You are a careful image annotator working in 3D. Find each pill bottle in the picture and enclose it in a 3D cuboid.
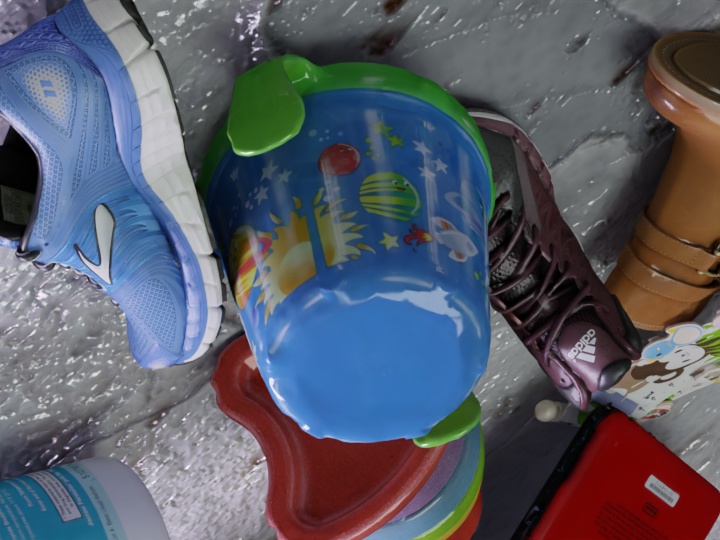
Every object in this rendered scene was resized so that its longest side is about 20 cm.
[{"bbox_3d":[-0.194,0.163,1.021,0.199,0.111,0.111,-12,140,-27],"label":"pill bottle"}]

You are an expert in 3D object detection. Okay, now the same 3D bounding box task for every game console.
[{"bbox_3d":[0.107,0.160,1.314,0.173,0.118,0.200,-58,145,-3],"label":"game console"}]

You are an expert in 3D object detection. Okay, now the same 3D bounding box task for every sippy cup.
[{"bbox_3d":[0.000,0.000,0.933,0.177,0.131,0.140,21,122,-23],"label":"sippy cup"}]

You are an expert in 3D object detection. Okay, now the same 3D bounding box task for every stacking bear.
[{"bbox_3d":[0.013,0.104,1.132,0.113,0.122,0.200,-27,155,2],"label":"stacking bear"}]

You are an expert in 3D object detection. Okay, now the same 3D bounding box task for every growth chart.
[{"bbox_3d":[0.196,0.052,1.226,0.200,0.018,0.144,-28,157,31],"label":"growth chart"}]

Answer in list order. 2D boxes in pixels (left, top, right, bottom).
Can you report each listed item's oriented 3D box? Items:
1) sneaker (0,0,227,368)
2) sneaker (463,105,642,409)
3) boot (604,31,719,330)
[{"bbox_3d":[-0.114,-0.030,0.900,0.089,0.079,0.200,-20,135,-7],"label":"sneaker"},{"bbox_3d":[0.090,0.002,1.056,0.076,0.116,0.200,-40,145,8],"label":"sneaker"},{"bbox_3d":[0.173,-0.036,1.122,0.200,0.074,0.155,18,124,-46],"label":"boot"}]
